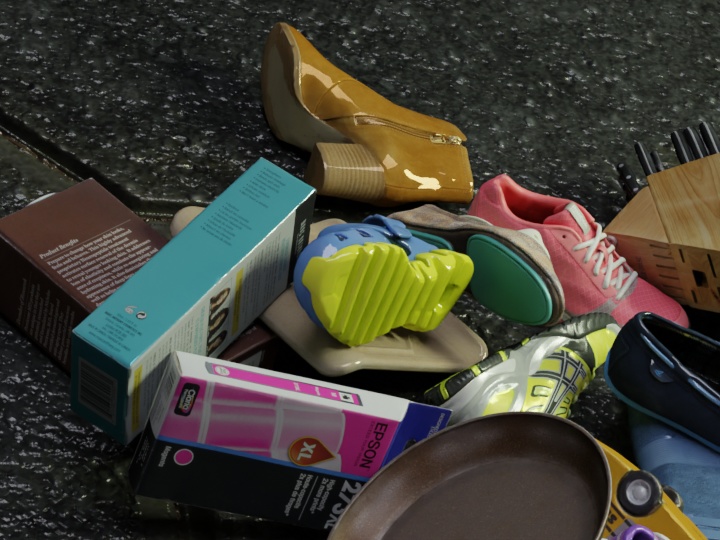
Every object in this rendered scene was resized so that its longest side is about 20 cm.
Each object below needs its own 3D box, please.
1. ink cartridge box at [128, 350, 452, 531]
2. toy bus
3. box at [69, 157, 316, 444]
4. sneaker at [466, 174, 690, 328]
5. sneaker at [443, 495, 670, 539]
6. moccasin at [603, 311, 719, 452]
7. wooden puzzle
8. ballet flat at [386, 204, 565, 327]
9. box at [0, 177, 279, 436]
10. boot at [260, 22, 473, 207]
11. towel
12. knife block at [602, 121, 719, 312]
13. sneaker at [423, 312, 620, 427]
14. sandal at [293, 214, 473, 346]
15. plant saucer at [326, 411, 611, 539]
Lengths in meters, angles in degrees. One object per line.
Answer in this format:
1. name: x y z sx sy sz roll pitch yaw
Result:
1. ink cartridge box: -0.042 0.117 1.404 0.199 0.095 0.037 12 26 -22
2. toy bus: 0.198 0.195 1.420 0.200 0.078 0.065 49 7 27
3. box: -0.108 0.018 1.417 0.049 0.083 0.200 31 51 18
4. sneaker: 0.164 -0.005 1.659 0.199 0.087 0.074 27 41 12
5. sneaker: 0.138 0.179 1.352 0.200 0.115 0.073 36 44 25
6. moccasin: 0.269 0.090 1.519 0.199 0.068 0.081 19 39 3
7. wooden puzzle: -0.023 0.021 1.565 0.185 0.037 0.200 41 22 27
8. ballet flat: 0.096 -0.013 1.615 0.067 0.068 0.200 -22 31 -35
9. box: -0.164 0.030 1.511 0.200 0.075 0.100 40 45 23
10. boot: 0.006 -0.123 1.769 0.143 0.071 0.202 2 44 -27
11. towel: 0.248 0.142 1.545 0.111 0.049 0.201 9 40 -10
12. knife block: 0.283 -0.049 1.713 0.199 0.064 0.176 11 45 44
13. sneaker: 0.125 0.088 1.563 0.199 0.075 0.077 -24 85 -43
14. sandal: 0.000 0.000 1.492 0.087 0.080 0.200 35 11 21
15. plant saucer: 0.067 0.169 1.330 0.199 0.032 0.201 -22 34 16
